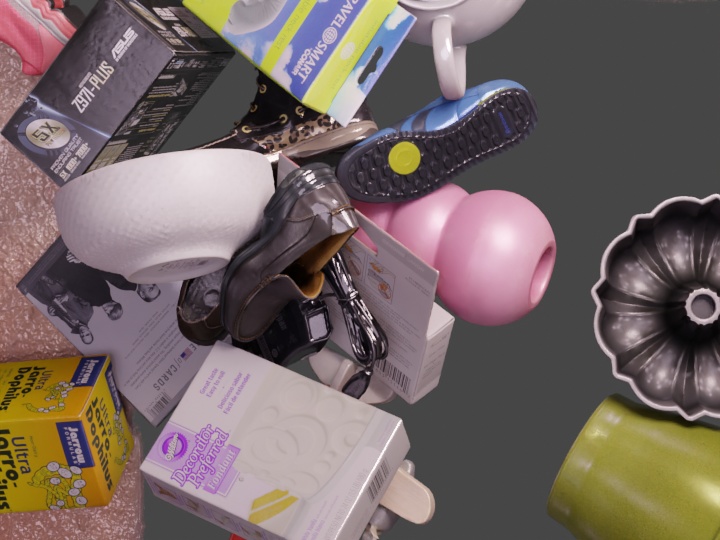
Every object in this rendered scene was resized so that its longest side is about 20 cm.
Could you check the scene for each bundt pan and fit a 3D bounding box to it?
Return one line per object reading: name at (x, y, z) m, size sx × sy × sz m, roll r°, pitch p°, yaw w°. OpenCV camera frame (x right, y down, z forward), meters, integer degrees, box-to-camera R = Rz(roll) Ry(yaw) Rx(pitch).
bundt pan at (0.305, 0.036, 1.662) m, size 0.200 × 0.076 × 0.204 m, roll 0°, pitch 84°, yaw 2°

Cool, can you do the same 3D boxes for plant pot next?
plant pot at (0.280, 0.212, 1.662) m, size 0.192 × 0.200 × 0.202 m, roll 30°, pitch 103°, yaw 18°

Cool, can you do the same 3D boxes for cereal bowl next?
cereal bowl at (-0.169, -0.040, 1.624) m, size 0.198 × 0.200 × 0.084 m, roll -13°, pitch 79°, yaw 13°

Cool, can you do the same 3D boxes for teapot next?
teapot at (0.069, -0.289, 1.646) m, size 0.199 × 0.146 × 0.198 m, roll 38°, pitch 103°, yaw 3°

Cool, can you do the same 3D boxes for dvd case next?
dvd case at (-0.222, 0.032, 1.810) m, size 0.200 × 0.025 × 0.150 m, roll 45°, pitch 103°, yaw 2°

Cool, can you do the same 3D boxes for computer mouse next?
computer mouse at (-0.039, 0.065, 1.691) m, size 0.200 × 0.046 × 0.141 m, roll -43°, pitch 70°, yaw 46°

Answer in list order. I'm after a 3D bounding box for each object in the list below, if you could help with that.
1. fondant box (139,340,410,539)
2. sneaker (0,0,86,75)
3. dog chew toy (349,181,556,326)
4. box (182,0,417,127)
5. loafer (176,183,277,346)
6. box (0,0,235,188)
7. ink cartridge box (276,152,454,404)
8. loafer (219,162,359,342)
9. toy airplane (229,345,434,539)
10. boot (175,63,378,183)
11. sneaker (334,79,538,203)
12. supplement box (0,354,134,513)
fondant box at (-0.076, 0.167, 1.645) m, size 0.199 × 0.058 × 0.145 m, roll 21°, pitch 66°, yaw 22°
sneaker at (-0.360, -0.268, 1.772) m, size 0.200 × 0.074 × 0.087 m, roll 43°, pitch 105°, yaw 3°
dog chew toy at (0.077, -0.027, 1.697) m, size 0.198 × 0.124 × 0.126 m, roll 19°, pitch 101°, yaw 21°
box at (-0.057, -0.232, 1.638) m, size 0.200 × 0.048 × 0.122 m, roll 41°, pitch 102°, yaw 30°
loafer at (-0.117, -0.023, 1.744) m, size 0.072 × 0.071 × 0.202 m, roll 21°, pitch 87°, yaw 8°
box at (-0.219, -0.166, 1.692) m, size 0.086 × 0.200 × 0.164 m, roll 41°, pitch 104°, yaw 4°
ink cartridge box at (0.000, 0.000, 1.674) m, size 0.200 × 0.045 × 0.177 m, roll 38°, pitch 141°, yaw 25°
loafer at (-0.065, 0.000, 1.613) m, size 0.072 × 0.072 × 0.201 m, roll 51°, pitch 134°, yaw 25°
toy airplane at (-0.041, 0.174, 1.750) m, size 0.197 × 0.141 × 0.201 m, roll -15°, pitch 58°, yaw 3°
boot at (-0.090, -0.162, 1.709) m, size 0.198 × 0.073 × 0.152 m, roll -13°, pitch 77°, yaw 5°
sneaker at (0.065, -0.119, 1.682) m, size 0.199 × 0.078 × 0.066 m, roll -24°, pitch 111°, yaw -9°
supplement box at (-0.337, 0.162, 1.791) m, size 0.198 × 0.110 × 0.110 m, roll -6°, pitch 119°, yaw 12°
